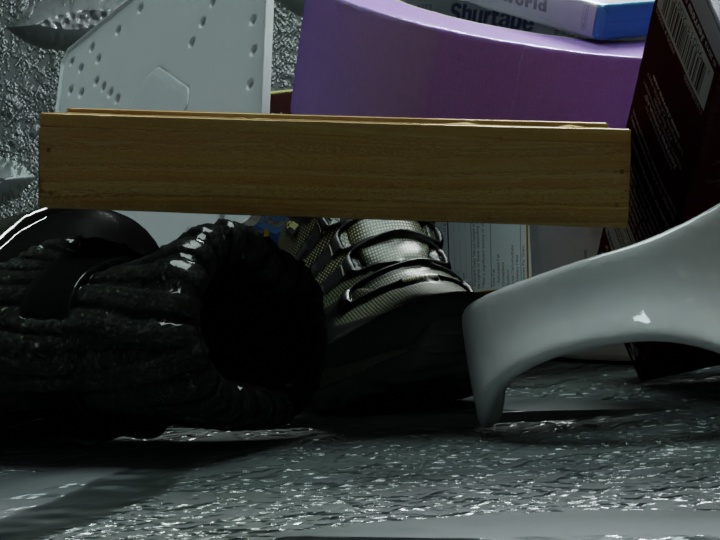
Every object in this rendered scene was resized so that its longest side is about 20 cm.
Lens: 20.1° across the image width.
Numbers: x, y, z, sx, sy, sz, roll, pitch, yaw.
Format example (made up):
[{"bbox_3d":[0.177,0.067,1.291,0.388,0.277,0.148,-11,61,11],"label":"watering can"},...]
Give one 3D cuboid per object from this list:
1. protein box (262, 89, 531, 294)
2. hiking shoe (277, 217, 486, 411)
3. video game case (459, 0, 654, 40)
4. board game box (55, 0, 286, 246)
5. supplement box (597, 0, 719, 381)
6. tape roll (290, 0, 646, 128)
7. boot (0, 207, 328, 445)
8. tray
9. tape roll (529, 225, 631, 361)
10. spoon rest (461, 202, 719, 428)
[{"bbox_3d":[0.001,-0.032,1.142,0.199,0.136,0.198,-5,4,-36],"label":"protein box"},{"bbox_3d":[0.000,0.000,0.803,0.075,0.102,0.200,-5,3,-19],"label":"hiking shoe"},{"bbox_3d":[0.073,-0.144,0.974,0.199,0.018,0.143,21,21,36],"label":"video game case"},{"bbox_3d":[-0.103,-0.073,1.077,0.026,0.202,0.199,23,-37,-34],"label":"board game box"},{"bbox_3d":[0.156,-0.045,0.748,0.108,0.061,0.201,-11,-33,-9],"label":"supplement box"},{"bbox_3d":[0.069,-0.091,0.942,0.198,0.066,0.200,9,17,-3],"label":"tape roll"},{"bbox_3d":[-0.080,0.016,0.752,0.156,0.080,0.211,-10,11,22],"label":"boot"},{"bbox_3d":[-0.005,-0.037,0.720,0.198,0.037,0.099,3,4,6],"label":"tray"},{"bbox_3d":[0.179,-0.001,0.964,0.200,0.072,0.202,-3,3,0],"label":"tape roll"},{"bbox_3d":[0.131,0.009,0.660,0.198,0.100,0.061,-12,-19,5],"label":"spoon rest"}]
